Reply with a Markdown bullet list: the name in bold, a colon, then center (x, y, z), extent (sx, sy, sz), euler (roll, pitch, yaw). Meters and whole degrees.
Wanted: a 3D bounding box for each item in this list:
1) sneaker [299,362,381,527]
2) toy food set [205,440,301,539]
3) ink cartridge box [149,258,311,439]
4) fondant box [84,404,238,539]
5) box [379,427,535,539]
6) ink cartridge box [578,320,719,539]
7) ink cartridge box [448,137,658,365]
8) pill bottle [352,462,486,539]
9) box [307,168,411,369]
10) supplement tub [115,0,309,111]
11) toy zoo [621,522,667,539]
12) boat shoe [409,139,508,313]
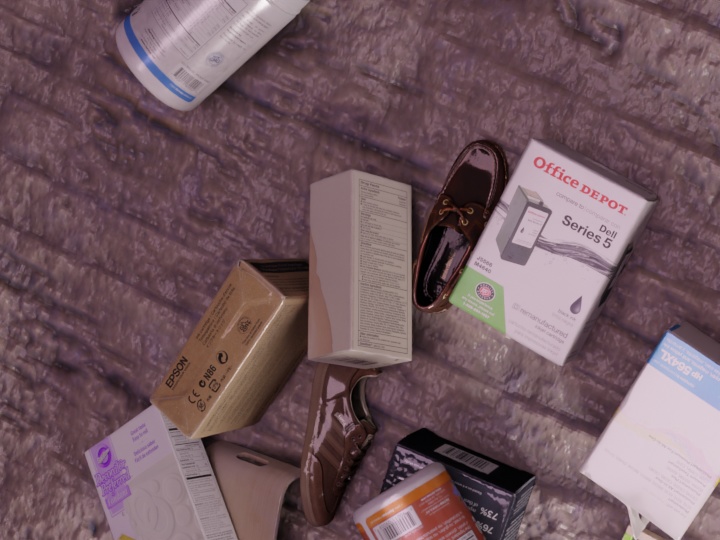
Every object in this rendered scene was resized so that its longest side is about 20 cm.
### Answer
- **sneaker**: center (-0.021, 0.198, 1.717), extent (0.075, 0.070, 0.202), euler (6, 96, 19)
- **toy food set**: center (-0.136, 0.314, 1.770), extent (0.143, 0.060, 0.202), euler (14, 97, 40)
- **ink cartridge box**: center (-0.126, 0.085, 1.698), extent (0.075, 0.165, 0.201), euler (38, 104, 17)
- **fondant box**: center (-0.234, 0.274, 1.772), extent (0.144, 0.058, 0.201), euler (-34, 69, 33)
- **box**: center (0.088, 0.299, 1.664), extent (0.147, 0.104, 0.202), euler (22, 101, 17)
- **ink cartridge box**: center (0.324, 0.173, 1.556), extent (0.125, 0.128, 0.201), euler (35, 103, 15)
- **ink cartridge box**: center (0.207, -0.023, 1.611), extent (0.145, 0.084, 0.201), euler (29, 103, 16)
- **pill bottle**: center (0.085, 0.309, 1.551), extent (0.112, 0.112, 0.201), euler (-32, 83, 19)
- **box**: center (0.000, 0.000, 1.649), extent (0.077, 0.094, 0.202), euler (-15, 68, 47)
- **supplement tub**: center (-0.169, -0.290, 1.711), extent (0.200, 0.132, 0.132), euler (-39, 80, 17)
- **toy zoo**: center (0.309, 0.392, 1.632), extent (0.130, 0.020, 0.202), euler (26, 102, 17)
- **boat shoe**: center (0.108, -0.047, 1.656), extent (0.070, 0.070, 0.202), euler (19, 98, 19)
